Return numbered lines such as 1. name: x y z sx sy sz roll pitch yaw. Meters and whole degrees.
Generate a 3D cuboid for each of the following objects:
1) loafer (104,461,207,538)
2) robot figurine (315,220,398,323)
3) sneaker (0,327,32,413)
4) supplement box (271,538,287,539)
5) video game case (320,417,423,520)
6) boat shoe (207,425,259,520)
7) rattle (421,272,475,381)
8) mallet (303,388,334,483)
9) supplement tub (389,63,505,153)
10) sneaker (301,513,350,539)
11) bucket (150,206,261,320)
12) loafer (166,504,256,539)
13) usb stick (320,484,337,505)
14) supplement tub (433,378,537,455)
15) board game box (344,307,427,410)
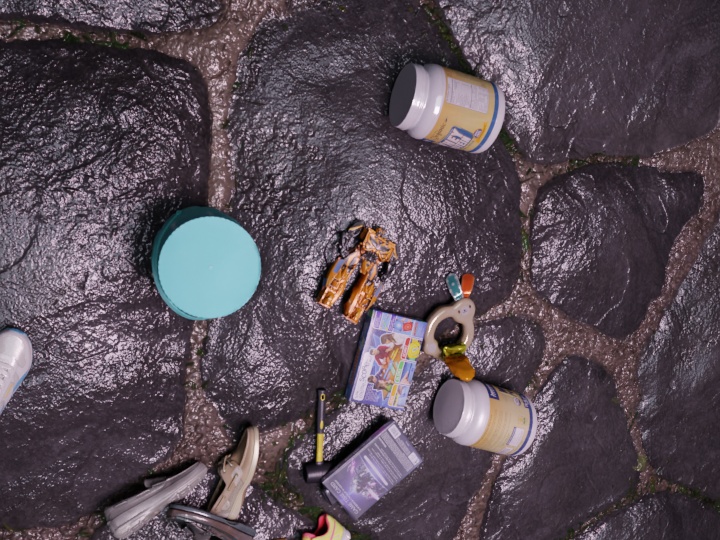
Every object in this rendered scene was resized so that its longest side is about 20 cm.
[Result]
1. loafer: -0.391 0.426 1.145 0.199 0.070 0.070 -29 67 -29
2. robot figurine: 0.000 0.000 1.225 0.144 0.058 0.201 30 88 -23
3. sneaker: -0.624 0.197 1.016 0.076 0.081 0.202 24 89 -20
4. supplement box: -0.243 0.610 1.231 0.198 0.066 0.070 -1 99 -19
5. video game case: 0.028 0.432 1.292 0.199 0.019 0.143 -38 118 -9
6. boat shoe: -0.253 0.403 1.193 0.064 0.072 0.202 16 99 -20
7. rattle: 0.218 0.112 1.286 0.129 0.143 0.202 27 95 -5
8. mallet: -0.076 0.353 1.270 0.065 0.041 0.203 9 92 -22
9. supplement tub: 0.171 -0.325 1.190 0.198 0.145 0.146 9 96 -21
10. sneaker: -0.106 0.600 1.252 0.091 0.078 0.200 58 41 -12
11. bucket: -0.278 -0.013 1.080 0.205 0.135 0.210 -3 98 -19
12. loafer: -0.290 0.509 1.158 0.199 0.071 0.063 35 54 -32
13. usb stick: 0.004 0.442 1.312 0.199 0.033 0.056 -30 109 -14
14. supplement tub: 0.277 0.326 1.334 0.198 0.144 0.146 19 92 -22
15. board game box: 0.055 0.192 1.289 0.134 0.034 0.202 15 93 -22
